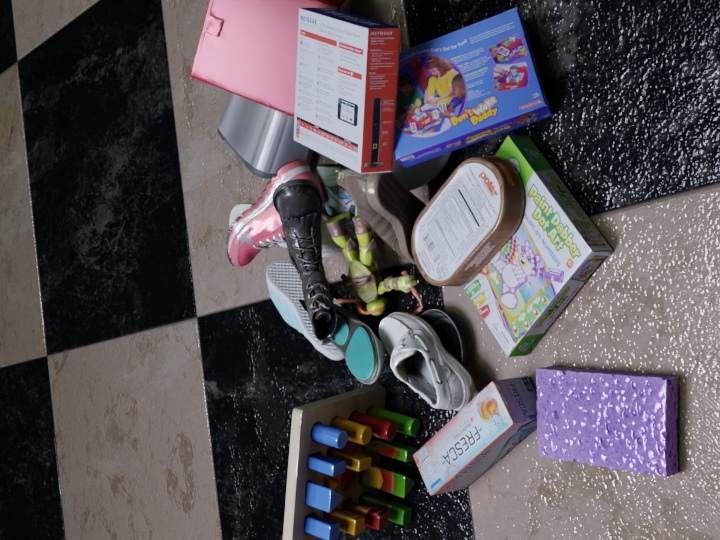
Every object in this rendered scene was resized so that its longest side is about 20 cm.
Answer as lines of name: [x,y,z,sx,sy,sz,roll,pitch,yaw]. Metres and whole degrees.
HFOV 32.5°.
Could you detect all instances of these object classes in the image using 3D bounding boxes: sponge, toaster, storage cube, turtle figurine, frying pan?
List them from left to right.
toaster: [-0.135,-0.229,1.907,0.200,0.113,0.130,49,129,42]
storage cube: [-0.122,-0.350,1.784,0.171,0.178,0.201,-69,0,-64]
turtle figurine: [0.000,0.000,1.757,0.199,0.064,0.163,2,114,56]
frying pan: [0.091,0.133,1.711,0.190,0.031,0.116,-53,51,43]
sponge: [0.289,0.175,1.463,0.199,0.030,0.113,0,93,51]

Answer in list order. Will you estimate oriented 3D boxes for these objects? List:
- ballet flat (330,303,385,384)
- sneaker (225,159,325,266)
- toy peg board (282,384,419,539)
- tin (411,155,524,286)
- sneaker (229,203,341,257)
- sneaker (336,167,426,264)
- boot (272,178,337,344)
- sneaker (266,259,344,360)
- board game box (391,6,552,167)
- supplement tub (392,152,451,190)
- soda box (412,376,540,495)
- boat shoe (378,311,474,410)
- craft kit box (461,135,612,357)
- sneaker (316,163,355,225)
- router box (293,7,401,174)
ballet flat: [0.002,0.103,1.759,0.200,0.063,0.068,43,113,55]
sneaker: [-0.127,-0.067,1.840,0.087,0.074,0.200,48,115,21]
toy peg board: [-0.004,0.281,1.724,0.097,0.198,0.202,11,101,35]
tin: [0.133,-0.060,1.576,0.200,0.042,0.113,-52,57,39]
sneaker: [-0.103,-0.067,1.924,0.198,0.084,0.076,16,95,26]
sneaker: [0.035,-0.081,1.655,0.075,0.200,0.071,16,66,32]
boot: [-0.067,-0.011,1.729,0.201,0.069,0.175,80,175,-54]
sneaker: [-0.074,0.071,1.905,0.200,0.074,0.082,52,160,30]
board game box: [0.126,-0.228,1.550,0.198,0.045,0.136,-18,75,16]
supplement tub: [0.030,-0.212,1.694,0.200,0.122,0.123,52,130,35]
soda box: [0.153,0.217,1.607,0.200,0.068,0.064,-50,56,42]
boat shoe: [0.072,0.118,1.656,0.200,0.069,0.071,42,126,47]
craft kit box: [0.199,-0.030,1.555,0.198,0.048,0.201,-56,51,34]
sneaker: [0.008,-0.108,1.780,0.200,0.077,0.087,14,110,60]
router box: [-0.021,-0.235,1.591,0.200,0.048,0.181,34,125,56]
